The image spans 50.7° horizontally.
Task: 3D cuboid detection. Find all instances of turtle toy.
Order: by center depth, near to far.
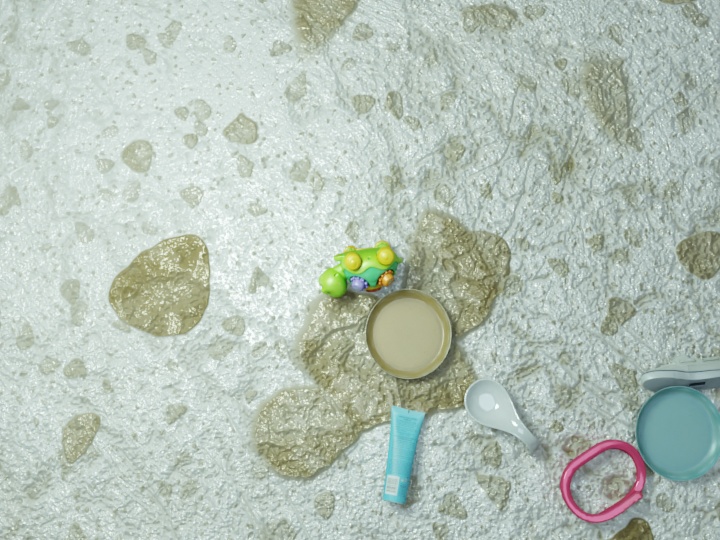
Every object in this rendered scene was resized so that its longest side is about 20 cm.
[{"bbox_3d":[0.000,0.000,1.714,0.195,0.146,0.103,-10,100,0],"label":"turtle toy"}]

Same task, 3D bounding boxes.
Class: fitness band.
[{"bbox_3d":[0.532,0.459,1.660,0.198,0.037,0.145,-31,78,-6],"label":"fitness band"}]

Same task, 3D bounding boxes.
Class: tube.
[{"bbox_3d":[0.089,0.407,1.673,0.076,0.050,0.204,11,75,-1],"label":"tube"}]

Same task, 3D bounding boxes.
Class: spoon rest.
[{"bbox_3d":[0.317,0.323,1.675,0.199,0.061,0.100,41,82,7],"label":"spoon rest"}]

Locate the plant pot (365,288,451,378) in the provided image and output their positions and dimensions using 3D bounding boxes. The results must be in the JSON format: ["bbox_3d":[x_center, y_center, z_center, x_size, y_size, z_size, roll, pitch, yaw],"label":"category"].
[{"bbox_3d":[0.108,0.144,1.730,0.195,0.028,0.205,0,80,2],"label":"plant pot"}]

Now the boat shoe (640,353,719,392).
[{"bbox_3d":[0.719,0.223,1.691,0.195,0.072,0.071,-6,52,4],"label":"boat shoe"}]

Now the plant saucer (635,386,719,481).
[{"bbox_3d":[0.697,0.357,1.670,0.195,0.027,0.205,0,85,-1],"label":"plant saucer"}]
